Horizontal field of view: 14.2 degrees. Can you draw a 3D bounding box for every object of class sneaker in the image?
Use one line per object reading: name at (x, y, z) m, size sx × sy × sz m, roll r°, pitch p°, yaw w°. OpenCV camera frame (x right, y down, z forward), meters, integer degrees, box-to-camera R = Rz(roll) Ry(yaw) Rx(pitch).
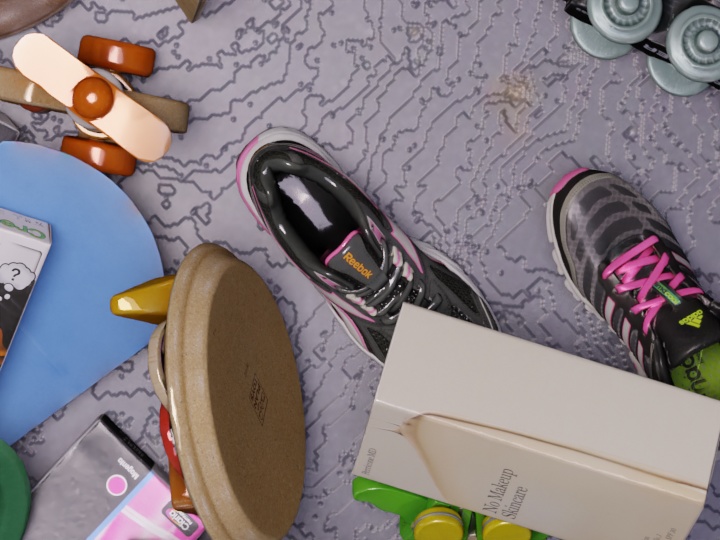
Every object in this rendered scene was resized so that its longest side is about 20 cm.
sneaker at (0.184, 0.024, 1.727) m, size 0.074 × 0.087 × 0.201 m, roll -31°, pitch 95°, yaw -14°
sneaker at (0.000, 0.000, 1.731) m, size 0.200 × 0.086 × 0.080 m, roll 40°, pitch 94°, yaw -4°

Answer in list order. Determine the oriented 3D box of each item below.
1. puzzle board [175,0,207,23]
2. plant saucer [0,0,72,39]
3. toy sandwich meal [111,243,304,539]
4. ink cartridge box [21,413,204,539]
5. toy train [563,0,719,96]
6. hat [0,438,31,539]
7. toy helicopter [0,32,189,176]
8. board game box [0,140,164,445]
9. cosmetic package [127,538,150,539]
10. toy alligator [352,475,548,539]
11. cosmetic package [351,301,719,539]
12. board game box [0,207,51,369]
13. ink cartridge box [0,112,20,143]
puzzle board at (-0.146, -0.237, 1.684) m, size 0.017 × 0.151 × 0.201 m, roll -34°, pitch 93°, yaw -4°
plant saucer at (-0.251, -0.197, 1.682) m, size 0.199 × 0.200 × 0.032 m, roll -9°, pitch 61°, yaw 0°
toy sandwich meal at (-0.090, 0.080, 1.677) m, size 0.070 × 0.205 × 0.206 m, roll -9°, pitch 94°, yaw 17°
ink cartridge box at (-0.192, 0.192, 1.769) m, size 0.095 × 0.037 × 0.200 m, roll 43°, pitch 94°, yaw -3°
toy train at (0.212, -0.161, 1.729) m, size 0.199 × 0.085 × 0.114 m, roll 26°, pitch 83°, yaw -2°
hat at (-0.314, 0.096, 1.741) m, size 0.199 × 0.176 × 0.166 m, roll 20°, pitch 115°, yaw -36°
toy helicopter at (-0.190, -0.103, 1.674) m, size 0.199 × 0.132 × 0.079 m, roll 10°, pitch 94°, yaw -28°
board game box at (-0.216, 0.011, 1.732) m, size 0.200 × 0.039 × 0.158 m, roll -36°, pitch 115°, yaw 8°
cosmetic package at (-0.046, 0.262, 1.691) m, size 0.199 × 0.166 × 0.168 m, roll 5°, pitch 97°, yaw -9°
toy alligator at (0.093, 0.147, 1.761) m, size 0.199 × 0.060 × 0.054 m, roll 1°, pitch 137°, yaw -6°
cosmetic package at (0.103, 0.098, 1.694) m, size 0.199 × 0.104 × 0.073 m, roll 16°, pitch 60°, yaw 1°
board game box at (-0.293, 0.003, 1.672) m, size 0.199 × 0.035 × 0.127 m, roll 18°, pitch 111°, yaw -17°
ink cartridge box at (-0.332, -0.043, 1.711) m, size 0.199 × 0.047 × 0.198 m, roll 26°, pitch 94°, yaw -29°
